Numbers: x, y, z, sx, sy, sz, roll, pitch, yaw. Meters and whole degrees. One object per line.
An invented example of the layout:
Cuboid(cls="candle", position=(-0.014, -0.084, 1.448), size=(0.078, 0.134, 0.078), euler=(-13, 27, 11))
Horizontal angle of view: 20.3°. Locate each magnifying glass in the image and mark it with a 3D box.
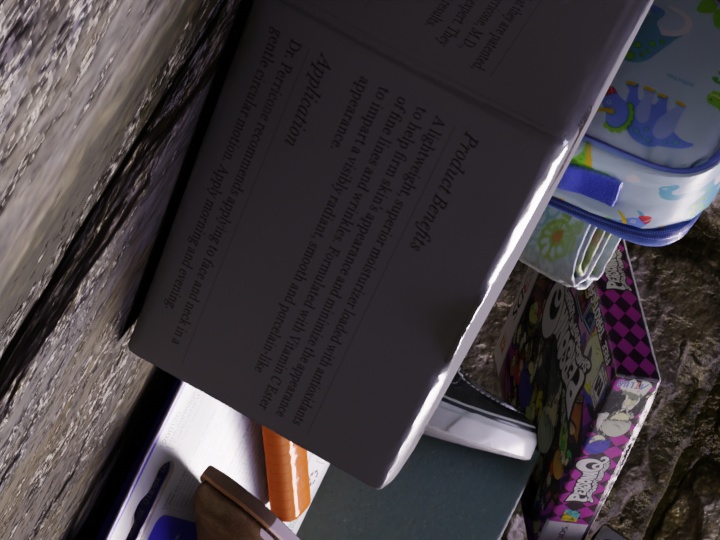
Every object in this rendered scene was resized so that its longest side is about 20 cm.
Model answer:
Cuboid(cls="magnifying glass", position=(-0.042, 0.054, 1.022), size=(0.080, 0.022, 0.201), euler=(-46, 146, -36))

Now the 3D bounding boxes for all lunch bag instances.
Cuboid(cls="lunch bag", position=(0.103, -0.111, 1.013), size=(0.083, 0.199, 0.161), euler=(97, 18, -58))

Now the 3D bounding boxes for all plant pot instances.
Cuboid(cls="plant pot", position=(-0.026, 0.192, 1.357), size=(0.197, 0.199, 0.196), euler=(-59, 175, -37))

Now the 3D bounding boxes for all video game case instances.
Cuboid(cls="video game case", position=(0.142, 0.064, 1.359), size=(0.201, 0.036, 0.182), euler=(-96, -162, -46))

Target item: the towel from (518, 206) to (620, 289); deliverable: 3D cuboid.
Cuboid(cls="towel", position=(0.095, -0.102, 1.139), size=(0.048, 0.200, 0.172), euler=(26, 96, -52))

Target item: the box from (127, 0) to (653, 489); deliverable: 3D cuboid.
Cuboid(cls="box", position=(0.021, -0.056, 0.850), size=(0.200, 0.130, 0.199), euler=(-56, 173, -51))

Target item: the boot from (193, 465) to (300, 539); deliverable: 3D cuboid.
Cuboid(cls="boot", position=(-0.062, 0.175, 1.037), size=(0.075, 0.074, 0.200), euler=(-41, 148, -21))

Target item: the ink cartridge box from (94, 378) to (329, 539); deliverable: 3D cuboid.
Cuboid(cls="ink cartridge box", position=(-0.090, 0.126, 1.059), size=(0.199, 0.043, 0.200), euler=(-64, 155, -2))

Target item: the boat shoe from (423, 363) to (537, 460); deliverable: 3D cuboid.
Cuboid(cls="boat shoe", position=(0.032, 0.060, 1.276), size=(0.071, 0.199, 0.072), euler=(-68, -163, -10))

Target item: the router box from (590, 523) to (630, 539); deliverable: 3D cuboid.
Cuboid(cls="router box", position=(0.112, 0.282, 1.333), size=(0.200, 0.051, 0.149), euler=(-49, 169, -37))
